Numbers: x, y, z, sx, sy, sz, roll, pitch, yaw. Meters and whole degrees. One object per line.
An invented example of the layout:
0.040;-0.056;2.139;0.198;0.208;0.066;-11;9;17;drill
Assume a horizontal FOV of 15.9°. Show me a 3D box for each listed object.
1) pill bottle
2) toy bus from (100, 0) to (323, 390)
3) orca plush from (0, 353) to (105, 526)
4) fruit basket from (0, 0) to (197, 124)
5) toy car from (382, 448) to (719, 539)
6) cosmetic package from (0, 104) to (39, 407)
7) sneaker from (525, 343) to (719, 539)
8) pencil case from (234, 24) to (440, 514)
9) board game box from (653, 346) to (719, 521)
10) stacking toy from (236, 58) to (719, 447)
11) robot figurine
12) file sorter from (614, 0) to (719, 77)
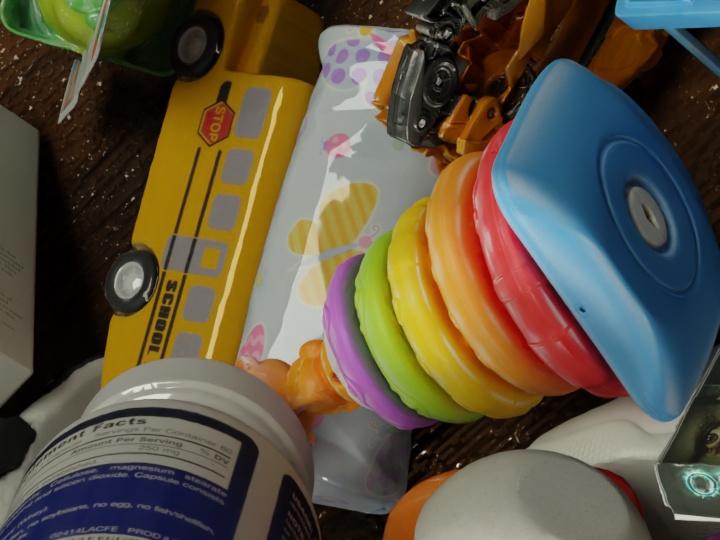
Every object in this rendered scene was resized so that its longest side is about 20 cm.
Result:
-0.073;0.115;0.889;0.116;0.116;0.200;-39;14;21;pill bottle
-0.053;-0.021;1.122;0.078;0.065;0.201;8;79;39;toy bus
-0.147;0.133;1.125;0.071;0.105;0.201;-21;58;49;orca plush
-0.107;-0.168;1.143;0.093;0.200;0.187;15;82;-3;fruit basket
0.086;0.142;0.890;0.199;0.150;0.176;29;126;4;toy car
-0.209;0.001;1.178;0.108;0.085;0.200;-45;29;21;cosmetic package
0.148;0.045;0.946;0.199;0.075;0.089;-17;48;31;sneaker
0.000;0.000;1.061;0.083;0.091;0.201;13;82;12;pencil case
0.193;0.013;0.852;0.134;0.028;0.200;-2;33;32;board game box
0.028;0.020;0.956;0.199;0.116;0.110;-28;17;31;stacking toy
0.078;-0.107;1.007;0.058;0.145;0.201;24;80;44;robot figurine
0.216;-0.133;0.908;0.199;0.122;0.140;2;72;39;file sorter
